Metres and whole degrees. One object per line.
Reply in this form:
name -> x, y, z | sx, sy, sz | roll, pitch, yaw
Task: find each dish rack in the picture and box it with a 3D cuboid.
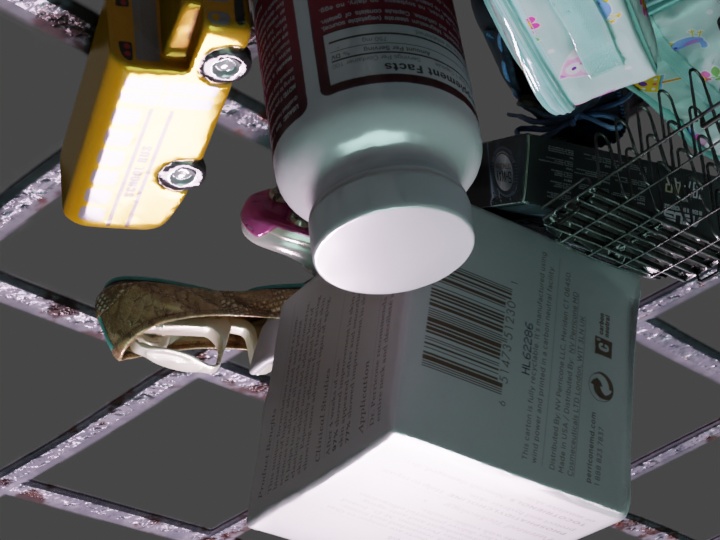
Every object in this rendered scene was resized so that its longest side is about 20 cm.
dish rack -> 0.207, -0.063, 1.009 | 0.153, 0.055, 0.200 | 21, 140, -35

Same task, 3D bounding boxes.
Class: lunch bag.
lunch bag -> 0.084, -0.179, 0.859 | 0.076, 0.162, 0.200 | -19, 149, 15
lunch bag -> 0.230, -0.142, 1.023 | 0.160, 0.078, 0.200 | -27, 144, 26

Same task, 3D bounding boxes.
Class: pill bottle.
pill bottle -> 0.003, -0.094, 0.936 | 0.112, 0.202, 0.113 | -6, 149, -4

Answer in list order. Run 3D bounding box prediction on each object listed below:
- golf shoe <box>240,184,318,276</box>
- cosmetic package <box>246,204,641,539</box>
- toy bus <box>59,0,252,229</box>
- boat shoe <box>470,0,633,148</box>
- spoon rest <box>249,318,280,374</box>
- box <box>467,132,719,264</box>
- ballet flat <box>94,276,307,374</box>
golf shoe -> 0.000, 0.000, 1.193 | 0.199, 0.075, 0.092 | 13, 118, -31
cosmetic package -> 0.051, 0.082, 1.098 | 0.165, 0.169, 0.200 | 20, 150, -21
toy bus -> -0.121, -0.104, 1.020 | 0.078, 0.066, 0.200 | 4, 147, -18
boat shoe -> 0.111, -0.117, 1.056 | 0.084, 0.069, 0.200 | -23, 147, 23
spoon rest -> 0.023, 0.084, 1.236 | 0.198, 0.100, 0.061 | 22, 152, -12
box -> 0.138, -0.043, 1.144 | 0.199, 0.044, 0.160 | 10, 172, -32
ballet flat -> -0.094, 0.046, 1.271 | 0.198, 0.066, 0.071 | 1, 150, -16
